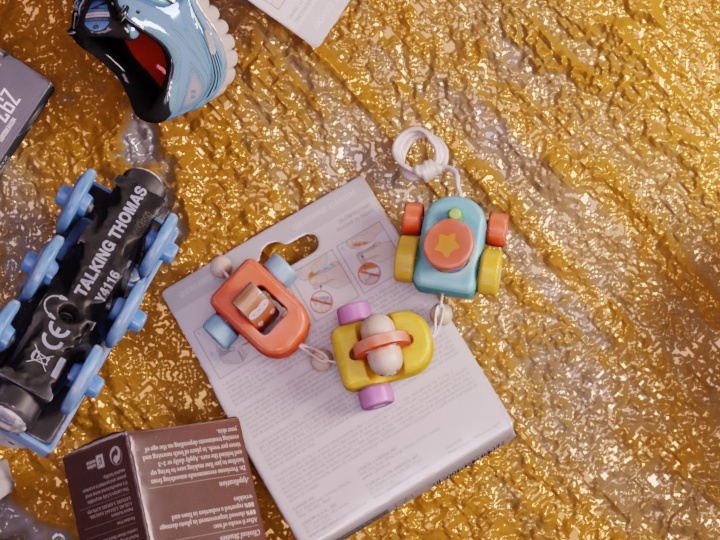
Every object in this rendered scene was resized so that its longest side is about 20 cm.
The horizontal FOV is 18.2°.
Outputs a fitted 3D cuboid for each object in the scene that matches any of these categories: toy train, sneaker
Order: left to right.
[{"bbox_3d":[-0.180,0.027,1.400,0.086,0.114,0.200,28,59,-4],"label":"toy train"},{"bbox_3d":[-0.150,-0.182,1.412,0.078,0.090,0.200,-16,112,36],"label":"sneaker"},{"bbox_3d":[0.000,0.000,1.445,0.200,0.056,0.150,-42,78,-4],"label":"toy train"}]

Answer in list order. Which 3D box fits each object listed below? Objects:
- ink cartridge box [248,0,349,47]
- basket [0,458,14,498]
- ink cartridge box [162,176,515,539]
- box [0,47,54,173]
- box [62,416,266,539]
[{"bbox_3d":[-0.068,-0.266,1.472,0.200,0.050,0.163,34,88,-8],"label":"ink cartridge box"},{"bbox_3d":[-0.334,0.124,1.411,0.199,0.136,0.124,-24,90,-4],"label":"basket"},{"bbox_3d":[-0.015,0.063,1.486,0.160,0.047,0.200,-30,76,-2],"label":"ink cartridge box"},{"bbox_3d":[-0.317,-0.081,1.455,0.160,0.044,0.200,33,88,-3],"label":"box"},{"bbox_3d":[-0.110,0.200,1.421,0.100,0.075,0.201,-3,75,-45],"label":"box"}]
